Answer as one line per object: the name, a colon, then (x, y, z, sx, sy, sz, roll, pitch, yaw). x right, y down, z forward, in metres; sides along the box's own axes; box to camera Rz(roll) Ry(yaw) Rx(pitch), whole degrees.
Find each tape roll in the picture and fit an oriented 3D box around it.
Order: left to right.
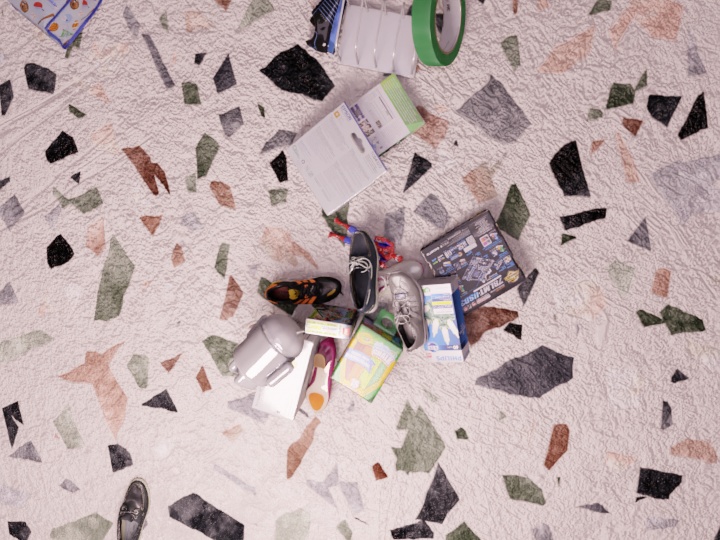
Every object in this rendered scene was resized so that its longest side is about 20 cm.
tape roll: (0.180, -0.572, 1.236, 0.047, 0.199, 0.205, 13, 98, 30)

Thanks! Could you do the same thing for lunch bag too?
lunch bag: (-0.750, -0.693, 1.344, 0.169, 0.124, 0.201, 39, 84, -1)

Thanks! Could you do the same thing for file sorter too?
file sorter: (0.045, -0.557, 1.287, 0.196, 0.125, 0.142, 12, 96, 4)

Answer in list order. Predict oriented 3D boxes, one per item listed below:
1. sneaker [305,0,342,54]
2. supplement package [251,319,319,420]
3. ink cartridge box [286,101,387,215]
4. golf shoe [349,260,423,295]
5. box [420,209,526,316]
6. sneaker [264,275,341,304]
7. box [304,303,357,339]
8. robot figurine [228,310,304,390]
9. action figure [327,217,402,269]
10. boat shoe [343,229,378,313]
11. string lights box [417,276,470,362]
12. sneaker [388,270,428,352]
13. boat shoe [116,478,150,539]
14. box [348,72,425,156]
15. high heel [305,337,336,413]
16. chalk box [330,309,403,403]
sneaker: (-0.077, -0.632, 1.316, 0.076, 0.070, 0.204, 14, 97, -2)
supplement package: (-0.180, 0.241, 1.371, 0.109, 0.156, 0.204, 15, 97, 4)
ink cartridge box: (-0.056, -0.272, 1.343, 0.198, 0.043, 0.198, -32, 92, 22)
golf shoe: (0.066, 0.030, 1.363, 0.197, 0.092, 0.077, -21, 92, 5)
box: (0.279, -0.015, 1.360, 0.198, 0.050, 0.201, -31, 95, 9)
sneaker: (-0.147, 0.057, 1.382, 0.196, 0.090, 0.072, -4, 96, 6)
box: (-0.066, 0.121, 1.327, 0.108, 0.200, 0.035, 8, 97, 3)
robot figurine: (-0.207, 0.179, 1.232, 0.200, 0.113, 0.170, -43, 55, 9)
action figure: (0.015, -0.065, 1.356, 0.197, 0.099, 0.066, 24, 99, -1)
boat shoe: (0.000, 0.000, 1.296, 0.074, 0.062, 0.205, -5, 82, 26)
string lights box: (0.201, 0.122, 1.346, 0.101, 0.059, 0.204, -5, 105, 30)
sneaker: (0.113, 0.098, 1.301, 0.074, 0.082, 0.203, -14, 101, 31)
boat shoe: (-0.632, 0.679, 1.499, 0.073, 0.066, 0.203, 17, 97, 3)
box: (0.041, -0.367, 1.352, 0.198, 0.036, 0.146, -33, 92, 8)
high heel: (-0.097, 0.274, 1.432, 0.066, 0.096, 0.204, 9, 116, 16)
chalk box: (0.030, 0.199, 1.365, 0.123, 0.124, 0.202, 29, 98, 1)
